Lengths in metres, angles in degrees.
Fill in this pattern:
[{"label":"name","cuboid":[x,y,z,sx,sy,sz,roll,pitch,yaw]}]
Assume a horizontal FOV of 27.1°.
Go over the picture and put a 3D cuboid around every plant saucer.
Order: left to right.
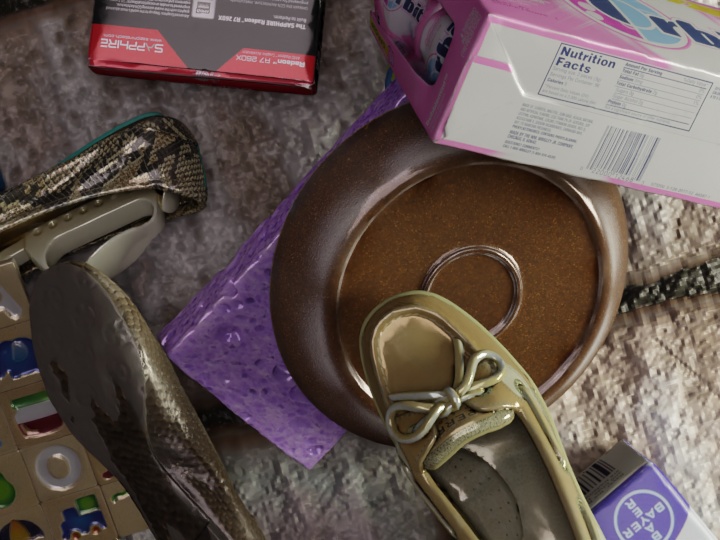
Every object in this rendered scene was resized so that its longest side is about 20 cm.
[{"label":"plant saucer","cuboid":[0.053,0.009,0.771,0.199,0.032,0.201,-6,114,-14]}]

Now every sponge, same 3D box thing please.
[{"label":"sponge","cuboid":[0.000,0.000,0.784,0.200,0.030,0.111,-47,116,4]}]

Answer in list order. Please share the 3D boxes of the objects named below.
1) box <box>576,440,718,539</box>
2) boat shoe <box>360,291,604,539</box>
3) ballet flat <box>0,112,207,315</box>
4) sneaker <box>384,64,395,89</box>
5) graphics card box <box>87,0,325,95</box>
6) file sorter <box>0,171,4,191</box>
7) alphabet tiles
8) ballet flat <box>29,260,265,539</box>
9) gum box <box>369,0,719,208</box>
[{"label":"box","cuboid":[0.136,0.225,0.773,0.184,0.105,0.200,-40,89,0]},{"label":"boat shoe","cuboid":[0.063,0.096,0.695,0.073,0.063,0.201,-28,78,2]},{"label":"ballet flat","cuboid":[-0.173,-0.016,0.795,0.199,0.068,0.076,-24,65,-2]},{"label":"sneaker","cuboid":[0.097,-0.152,0.809,0.083,0.071,0.200,40,88,-18]},{"label":"graphics card box","cuboid":[-0.075,-0.201,0.812,0.125,0.051,0.201,5,89,1]},{"label":"file sorter","cuboid":[-0.292,-0.122,0.776,0.138,0.123,0.201,-17,89,0]},{"label":"alphabet tiles","cuboid":[-0.197,0.098,0.791,0.165,0.006,0.201,-17,110,0]},{"label":"ballet flat","cuboid":[-0.103,0.084,0.760,0.067,0.046,0.201,-29,93,30]},{"label":"gum box","cuboid":[0.106,-0.098,0.718,0.199,0.114,0.066,11,120,-24]}]
